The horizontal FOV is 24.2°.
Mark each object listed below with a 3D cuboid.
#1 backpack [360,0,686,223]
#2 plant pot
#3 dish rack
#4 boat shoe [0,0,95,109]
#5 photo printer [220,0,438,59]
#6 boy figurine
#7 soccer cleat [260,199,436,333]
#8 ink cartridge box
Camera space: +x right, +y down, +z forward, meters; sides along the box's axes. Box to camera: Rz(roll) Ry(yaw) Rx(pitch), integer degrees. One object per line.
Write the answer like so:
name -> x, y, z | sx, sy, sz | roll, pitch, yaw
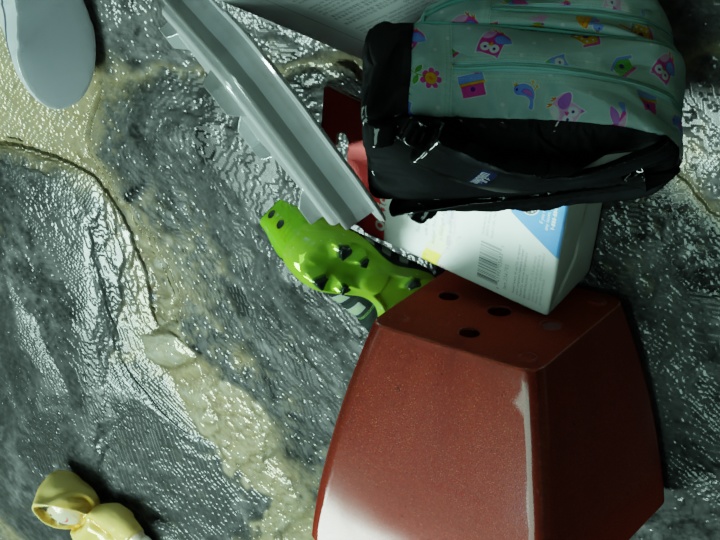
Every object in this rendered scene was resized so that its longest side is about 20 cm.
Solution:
backpack -> 0.102, -0.103, 1.042 | 0.199, 0.127, 0.167 | 0, 170, 4
plant pot -> 0.097, 0.105, 1.219 | 0.200, 0.200, 0.177 | 15, 119, 31
dish rack -> -0.068, -0.110, 1.119 | 0.172, 0.044, 0.200 | 52, 180, -32
boat shoe -> -0.273, -0.229, 1.368 | 0.070, 0.071, 0.200 | 37, 150, 54
photo printer -> 0.018, -0.198, 1.064 | 0.166, 0.200, 0.070 | -19, 64, 43
boy figurine -> -0.255, 0.286, 1.733 | 0.200, 0.064, 0.124 | 48, 141, -5
soccer cleat -> 0.000, 0.000, 1.257 | 0.081, 0.068, 0.200 | 45, -174, 36
ink cartridge box -> 0.069, -0.065, 1.193 | 0.200, 0.067, 0.116 | 26, 133, 23
